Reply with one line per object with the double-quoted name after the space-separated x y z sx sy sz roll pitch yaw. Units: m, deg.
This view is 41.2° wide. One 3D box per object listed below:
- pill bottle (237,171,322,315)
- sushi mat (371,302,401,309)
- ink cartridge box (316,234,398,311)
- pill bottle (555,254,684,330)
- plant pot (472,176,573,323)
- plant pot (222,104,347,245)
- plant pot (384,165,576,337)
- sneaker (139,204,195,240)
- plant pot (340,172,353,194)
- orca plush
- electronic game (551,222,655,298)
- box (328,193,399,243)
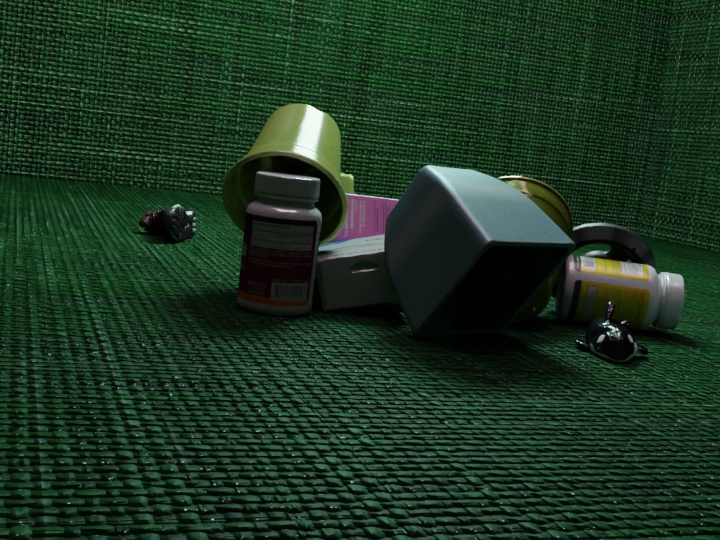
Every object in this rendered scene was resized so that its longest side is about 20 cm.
-0.118 -0.041 1.421 0.114 0.201 0.114 7 8 -1 "pill bottle"
0.053 0.043 1.649 0.095 0.012 0.200 8 8 5 "sushi mat"
0.000 0.000 1.554 0.144 0.085 0.200 -9 9 -2 "ink cartridge box"
0.442 0.041 1.641 0.199 0.115 0.114 8 8 5 "pill bottle"
0.252 -0.021 1.584 0.200 0.201 0.193 8 37 5 "plant pot"
-0.109 -0.168 1.572 0.200 0.201 0.185 7 44 2 "plant pot"
0.148 -0.043 1.402 0.196 0.196 0.200 0 47 -41 "plant pot"
-0.435 -0.102 2.094 0.115 0.076 0.200 2 -3 3 "sneaker"
-0.090 -0.130 2.141 0.200 0.185 0.200 7 8 -1 "plant pot"
0.386 0.083 1.442 0.105 0.071 0.200 11 9 24 "orca plush"
0.423 -0.002 1.712 0.199 0.200 0.042 8 40 5 "electronic game"
-0.043 -0.061 1.741 0.199 0.097 0.176 5 -22 -11 "box"
